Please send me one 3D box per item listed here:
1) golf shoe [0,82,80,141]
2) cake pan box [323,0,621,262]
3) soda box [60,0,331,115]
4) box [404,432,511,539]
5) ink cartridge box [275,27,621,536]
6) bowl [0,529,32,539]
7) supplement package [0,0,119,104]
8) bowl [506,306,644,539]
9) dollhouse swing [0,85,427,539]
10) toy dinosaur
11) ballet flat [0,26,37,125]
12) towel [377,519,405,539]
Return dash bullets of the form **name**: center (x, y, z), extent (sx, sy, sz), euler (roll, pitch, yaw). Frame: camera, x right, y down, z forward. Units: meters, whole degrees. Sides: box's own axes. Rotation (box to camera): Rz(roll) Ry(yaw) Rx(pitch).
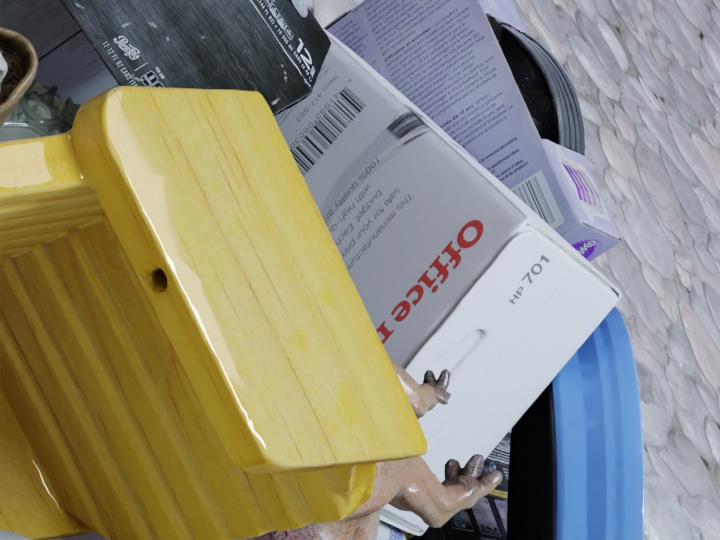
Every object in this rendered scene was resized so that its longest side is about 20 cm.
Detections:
- **golf shoe**: center (-0.137, -0.033, 0.854), extent (0.199, 0.097, 0.079), euler (11, 60, -30)
- **cake pan box**: center (0.021, -0.048, 1.030), extent (0.052, 0.200, 0.185), euler (17, 44, -54)
- **soda box**: center (-0.095, -0.145, 0.778), extent (0.200, 0.071, 0.063), euler (56, 18, -17)
- **box**: center (0.079, 0.162, 1.080), extent (0.200, 0.049, 0.162), euler (22, 41, -54)
- **ink cartridge box**: center (0.000, 0.000, 0.909), extent (0.086, 0.147, 0.200), euler (34, 8, -45)
- **bowl**: center (-0.111, 0.160, 0.642), extent (0.201, 0.090, 0.201), euler (44, 26, -29)
- **supplement package**: center (-0.166, -0.139, 0.867), extent (0.200, 0.114, 0.110), euler (16, 47, -63)
- **bowl**: center (0.097, 0.117, 0.929), extent (0.201, 0.039, 0.202), euler (-179, -90, -88)
- **dollhouse swing**: center (-0.127, 0.043, 0.631), extent (0.176, 0.200, 0.182), euler (-34, 101, -45)
- **toy dinosaur**: center (-0.024, 0.062, 0.742), extent (0.135, 0.086, 0.201), euler (26, 34, -53)
- **ballet flat**: center (-0.171, -0.066, 0.690), extent (0.068, 0.072, 0.200), euler (58, 19, 6)
- **towel**: center (-0.075, 0.059, 0.856), extent (0.200, 0.024, 0.147), euler (32, 8, -47)
